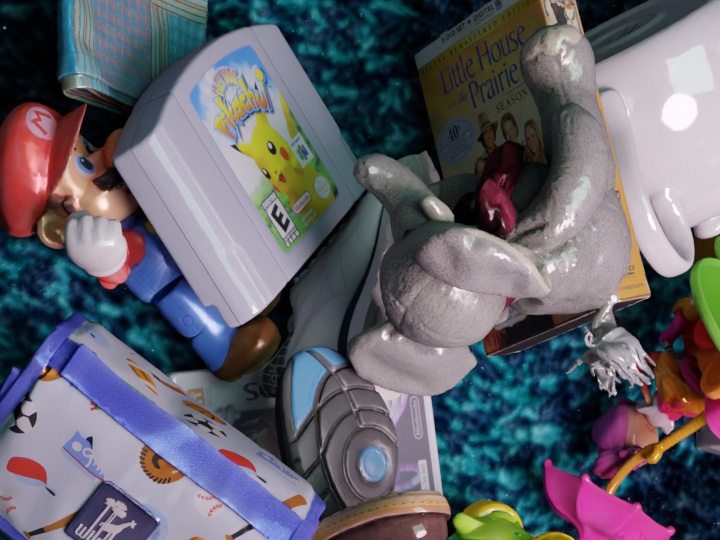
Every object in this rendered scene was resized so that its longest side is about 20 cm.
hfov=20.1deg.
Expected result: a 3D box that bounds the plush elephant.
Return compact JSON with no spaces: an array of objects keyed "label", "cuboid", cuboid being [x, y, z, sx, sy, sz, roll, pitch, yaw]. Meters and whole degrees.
[{"label":"plush elephant","cuboid":[0.062,-0.014,1.114,0.154,0.165,0.201,-2,58,-37]}]

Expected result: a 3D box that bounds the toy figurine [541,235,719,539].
[{"label":"toy figurine","cuboid":[0.193,0.092,1.294,0.150,0.184,0.201,40,26,-20]}]

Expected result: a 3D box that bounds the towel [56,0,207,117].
[{"label":"towel","cuboid":[-0.127,-0.186,1.172,0.146,0.022,0.202,17,72,-62]}]

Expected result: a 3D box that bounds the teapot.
[{"label":"teapot","cuboid":[0.195,-0.086,1.296,0.199,0.197,0.147,-31,100,-21]}]

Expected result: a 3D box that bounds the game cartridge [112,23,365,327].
[{"label":"game cartridge","cuboid":[-0.066,-0.066,1.171,0.134,0.040,0.200,55,30,-11]}]

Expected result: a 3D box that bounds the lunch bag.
[{"label":"lunch bag","cuboid":[-0.117,0.113,1.055,0.170,0.200,0.124,38,68,-4]}]

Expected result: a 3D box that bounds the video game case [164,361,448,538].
[{"label":"video game case","cuboid":[-0.027,0.153,1.229,0.180,0.023,0.202,-5,86,-31]}]

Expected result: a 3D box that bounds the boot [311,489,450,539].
[{"label":"boot","cuboid":[0.003,0.223,1.042,0.072,0.200,0.168,5,53,-36]}]

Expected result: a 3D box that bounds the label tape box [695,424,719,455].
[{"label":"label tape box","cuboid":[0.342,0.102,1.354,0.142,0.199,0.067,15,80,-28]}]

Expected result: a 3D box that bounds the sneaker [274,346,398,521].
[{"label":"sneaker","cuboid":[-0.015,0.142,1.152,0.073,0.082,0.202,-20,98,-34]}]

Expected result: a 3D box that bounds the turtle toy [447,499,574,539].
[{"label":"turtle toy","cuboid":[0.097,0.234,1.213,0.101,0.146,0.201,-30,101,-13]}]

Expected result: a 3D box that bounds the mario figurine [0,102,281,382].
[{"label":"mario figurine","cuboid":[-0.117,-0.029,1.145,0.200,0.123,0.106,39,78,-25]}]

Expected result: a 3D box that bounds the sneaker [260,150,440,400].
[{"label":"sneaker","cuboid":[0.000,0.000,1.233,0.077,0.080,0.201,59,36,-29]}]

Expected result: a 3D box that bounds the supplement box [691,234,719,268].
[{"label":"supplement box","cuboid":[0.373,-0.015,1.389,0.199,0.197,0.134,37,67,-22]}]

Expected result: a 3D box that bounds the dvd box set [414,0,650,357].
[{"label":"dvd box set","cuboid":[0.100,-0.061,1.231,0.029,0.146,0.202,-8,80,-31]}]
